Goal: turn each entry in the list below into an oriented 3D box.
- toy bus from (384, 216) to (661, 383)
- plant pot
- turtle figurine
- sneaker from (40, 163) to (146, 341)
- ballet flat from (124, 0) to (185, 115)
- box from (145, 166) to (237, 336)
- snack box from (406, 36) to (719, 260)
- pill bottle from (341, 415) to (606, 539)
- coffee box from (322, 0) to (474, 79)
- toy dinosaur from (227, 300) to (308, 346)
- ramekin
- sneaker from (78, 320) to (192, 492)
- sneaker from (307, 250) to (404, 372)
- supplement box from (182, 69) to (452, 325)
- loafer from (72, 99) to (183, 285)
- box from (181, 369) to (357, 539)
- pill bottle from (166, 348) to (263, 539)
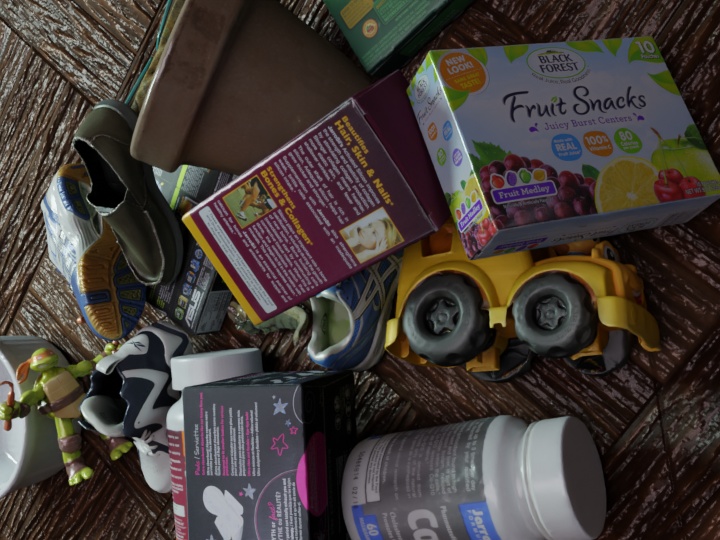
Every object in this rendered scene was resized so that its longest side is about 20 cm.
[{"bbox_3d":[0.130,-0.012,0.713,0.199,0.136,0.193,-6,72,31],"label":"toy bus"},{"bbox_3d":[-0.088,-0.158,0.791,0.174,0.200,0.201,23,107,-10],"label":"plant pot"},{"bbox_3d":[-0.335,0.153,0.982,0.064,0.200,0.162,-13,105,45],"label":"turtle figurine"},{"bbox_3d":[-0.292,-0.012,0.955,0.088,0.075,0.201,-33,68,42],"label":"sneaker"},{"bbox_3d":[-0.190,-0.216,0.917,0.070,0.071,0.201,0,64,31],"label":"ballet flat"},{"bbox_3d":[-0.202,-0.061,0.953,0.193,0.047,0.201,30,107,30],"label":"box"},{"bbox_3d":[0.150,-0.094,0.641,0.053,0.199,0.143,125,130,-59],"label":"snack box"},{"bbox_3d":[0.094,0.184,0.738,0.199,0.114,0.114,-16,83,31],"label":"pill bottle"},{"bbox_3d":[0.011,-0.294,0.814,0.123,0.044,0.200,-39,73,26],"label":"coffee box"},{"bbox_3d":[-0.079,0.023,0.852,0.200,0.047,0.089,180,101,-67],"label":"toy dinosaur"},{"bbox_3d":[-0.431,0.173,1.071,0.200,0.098,0.202,1,92,32],"label":"ramekin"},{"bbox_3d":[-0.239,0.162,0.920,0.079,0.129,0.200,23,117,27],"label":"sneaker"},{"bbox_3d":[0.000,0.000,0.811,0.075,0.077,0.201,12,97,32],"label":"sneaker"},{"bbox_3d":[-0.028,-0.053,0.688,0.200,0.086,0.111,-27,101,36],"label":"supplement box"},{"bbox_3d":[-0.237,-0.065,0.875,0.075,0.070,0.201,5,123,32],"label":"loafer"},{"bbox_3d":[-0.073,0.192,0.765,0.114,0.132,0.201,-3,88,19],"label":"box"},{"bbox_3d":[-0.136,0.183,0.882,0.109,0.109,0.201,-6,89,32],"label":"pill bottle"}]
